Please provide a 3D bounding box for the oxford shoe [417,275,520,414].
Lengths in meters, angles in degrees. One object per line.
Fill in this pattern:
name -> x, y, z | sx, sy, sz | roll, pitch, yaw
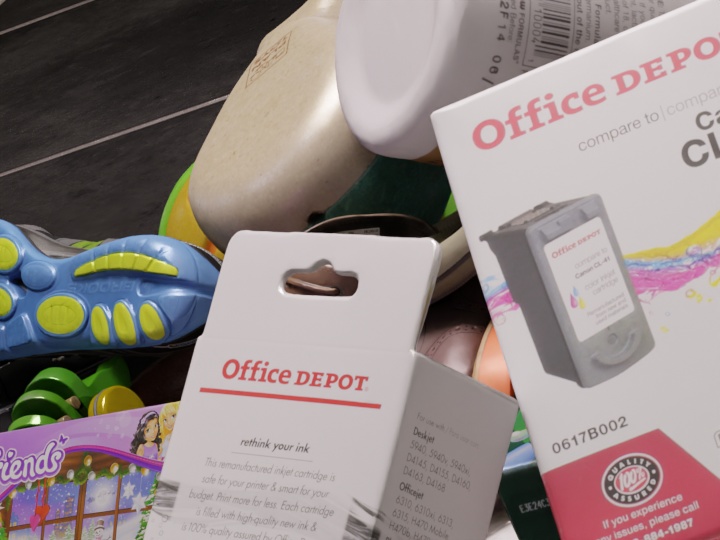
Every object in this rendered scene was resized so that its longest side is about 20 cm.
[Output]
oxford shoe -> 0.057, 0.016, 1.351 | 0.072, 0.071, 0.200 | -5, 27, 19

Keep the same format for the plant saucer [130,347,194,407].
plant saucer -> -0.022, 0.069, 1.401 | 0.200, 0.035, 0.200 | -13, 24, 6

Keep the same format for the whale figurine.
whale figurine -> -0.011, -0.065, 1.451 | 0.159, 0.104, 0.200 | -40, 22, 19

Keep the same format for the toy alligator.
toy alligator -> -0.140, 0.107, 1.330 | 0.059, 0.054, 0.200 | -29, 36, 36

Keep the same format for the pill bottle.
pill bottle -> 0.099, -0.094, 1.348 | 0.199, 0.115, 0.114 | 9, 2, -26

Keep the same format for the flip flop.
flip flop -> 0.000, 0.000, 1.333 | 0.200, 0.058, 0.081 | -34, 12, 33

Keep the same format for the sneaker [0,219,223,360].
sneaker -> -0.130, 0.015, 1.451 | 0.199, 0.071, 0.083 | 2, -9, 43

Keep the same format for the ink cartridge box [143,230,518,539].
ink cartridge box -> -0.015, 0.091, 1.099 | 0.116, 0.067, 0.201 | 3, 73, 43

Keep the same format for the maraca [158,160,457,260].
maraca -> -0.006, -0.018, 1.538 | 0.199, 0.138, 0.107 | -8, -13, 4

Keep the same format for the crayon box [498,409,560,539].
crayon box -> 0.140, 0.046, 1.272 | 0.125, 0.052, 0.200 | -17, 17, 23

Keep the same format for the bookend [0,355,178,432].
bookend -> -0.160, 0.094, 1.468 | 0.198, 0.092, 0.200 | -26, 17, -6

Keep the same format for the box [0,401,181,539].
box -> -0.107, 0.130, 1.231 | 0.200, 0.039, 0.137 | -12, 65, 36

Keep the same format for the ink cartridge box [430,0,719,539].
ink cartridge box -> 0.127, 0.012, 1.127 | 0.147, 0.201, 0.086 | -22, -20, 13
